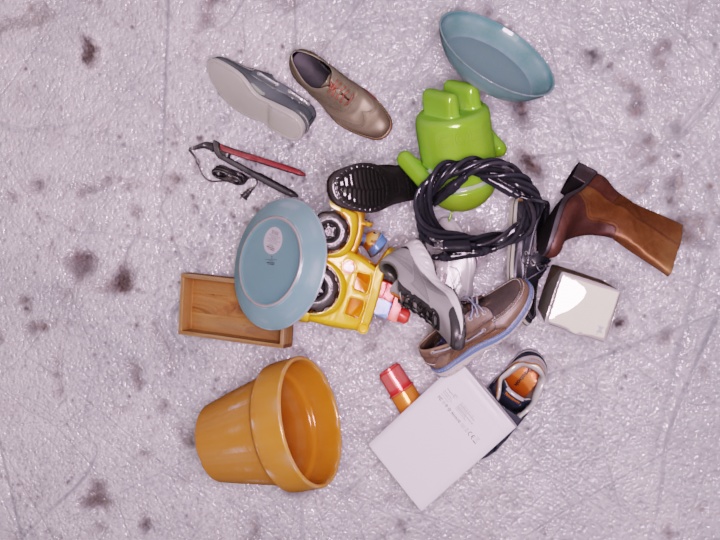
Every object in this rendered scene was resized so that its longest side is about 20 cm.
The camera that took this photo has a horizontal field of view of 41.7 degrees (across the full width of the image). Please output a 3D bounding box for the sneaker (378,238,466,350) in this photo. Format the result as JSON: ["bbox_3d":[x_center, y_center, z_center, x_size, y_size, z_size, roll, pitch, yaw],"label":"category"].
[{"bbox_3d":[0.092,0.043,1.369,0.078,0.075,0.201,-21,50,-15],"label":"sneaker"}]

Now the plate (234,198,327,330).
[{"bbox_3d":[-0.130,-0.012,1.427,0.198,0.025,0.205,-10,75,40],"label":"plate"}]

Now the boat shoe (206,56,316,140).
[{"bbox_3d":[-0.158,-0.284,1.516,0.198,0.073,0.062,35,54,10],"label":"boat shoe"}]

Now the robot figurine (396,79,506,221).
[{"bbox_3d":[0.146,-0.180,1.430,0.174,0.115,0.203,-28,120,-29],"label":"robot figurine"}]

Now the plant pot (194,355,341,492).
[{"bbox_3d":[-0.153,0.253,1.483,0.180,0.200,0.204,-15,92,22],"label":"plant pot"}]

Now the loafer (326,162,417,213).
[{"bbox_3d":[0.017,-0.125,1.441,0.071,0.198,0.075,0,95,46],"label":"loafer"}]

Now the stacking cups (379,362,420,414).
[{"bbox_3d":[0.099,0.241,1.515,0.060,0.060,0.202,-31,85,8],"label":"stacking cups"}]

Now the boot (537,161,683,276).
[{"bbox_3d":[0.377,-0.047,1.422,0.198,0.189,0.069,33,140,2],"label":"boot"}]

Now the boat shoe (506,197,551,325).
[{"bbox_3d":[0.264,-0.016,1.463,0.061,0.074,0.205,1,89,27],"label":"boat shoe"}]

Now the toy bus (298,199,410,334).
[{"bbox_3d":[0.000,0.000,1.469,0.188,0.136,0.204,16,94,2],"label":"toy bus"}]

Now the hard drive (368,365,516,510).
[{"bbox_3d":[0.125,0.254,1.460,0.200,0.027,0.132,-44,78,12],"label":"hard drive"}]

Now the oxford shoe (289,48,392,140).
[{"bbox_3d":[-0.036,-0.274,1.483,0.198,0.075,0.071,36,96,3],"label":"oxford shoe"}]

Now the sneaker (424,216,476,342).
[{"bbox_3d":[0.130,0.020,1.469,0.098,0.075,0.205,-6,92,-22],"label":"sneaker"}]

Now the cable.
[{"bbox_3d":[0.176,-0.096,1.391,0.196,0.051,0.166,-8,121,3],"label":"cable"}]

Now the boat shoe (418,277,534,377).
[{"bbox_3d":[0.171,0.078,1.410,0.200,0.073,0.072,-44,126,10],"label":"boat shoe"}]

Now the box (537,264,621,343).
[{"bbox_3d":[0.320,0.046,1.398,0.093,0.200,0.079,18,96,5],"label":"box"}]

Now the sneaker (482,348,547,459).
[{"bbox_3d":[0.222,0.214,1.484,0.078,0.079,0.202,31,98,3],"label":"sneaker"}]

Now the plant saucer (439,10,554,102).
[{"bbox_3d":[0.197,-0.313,1.413,0.198,0.200,0.036,35,129,3],"label":"plant saucer"}]

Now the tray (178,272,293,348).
[{"bbox_3d":[-0.199,0.062,1.517,0.196,0.037,0.101,5,94,23],"label":"tray"}]

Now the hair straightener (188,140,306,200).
[{"bbox_3d":[-0.190,-0.154,1.526,0.196,0.041,0.078,20,95,5],"label":"hair straightener"}]
